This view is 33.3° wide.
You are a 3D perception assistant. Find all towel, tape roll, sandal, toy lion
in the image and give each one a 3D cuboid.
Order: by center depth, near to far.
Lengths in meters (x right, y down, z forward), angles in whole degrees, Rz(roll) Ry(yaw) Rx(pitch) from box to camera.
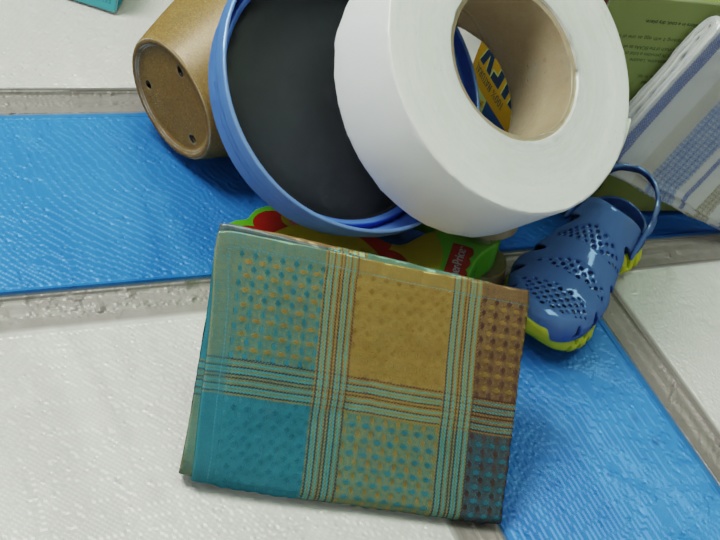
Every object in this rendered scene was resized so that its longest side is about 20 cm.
[{"bbox_3d":[0.000,0.064,0.709,0.197,0.022,0.149,11,82,-15],"label":"towel"},{"bbox_3d":[0.083,-0.127,0.796,0.200,0.070,0.206,8,74,-31],"label":"tape roll"},{"bbox_3d":[0.000,0.000,0.820,0.189,0.069,0.201,17,39,7],"label":"toy lion"},{"bbox_3d":[0.167,-0.018,0.888,0.079,0.088,0.200,31,42,10],"label":"sandal"},{"bbox_3d":[0.289,-0.107,0.953,0.198,0.147,0.024,21,32,-34],"label":"towel"}]

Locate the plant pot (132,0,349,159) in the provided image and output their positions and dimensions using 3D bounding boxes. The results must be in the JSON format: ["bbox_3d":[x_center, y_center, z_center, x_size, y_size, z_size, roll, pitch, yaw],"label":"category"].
[{"bbox_3d":[-0.063,-0.168,0.901,0.199,0.188,0.186,-34,63,-31],"label":"plant pot"}]

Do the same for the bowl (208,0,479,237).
[{"bbox_3d":[-0.010,-0.120,0.800,0.198,0.039,0.204,8,76,-31],"label":"bowl"}]

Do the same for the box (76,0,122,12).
[{"bbox_3d":[-0.287,-0.286,1.016,0.197,0.050,0.083,17,39,-6],"label":"box"}]

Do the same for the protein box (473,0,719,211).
[{"bbox_3d":[0.214,-0.168,0.986,0.196,0.202,0.136,-2,44,-25],"label":"protein box"}]
